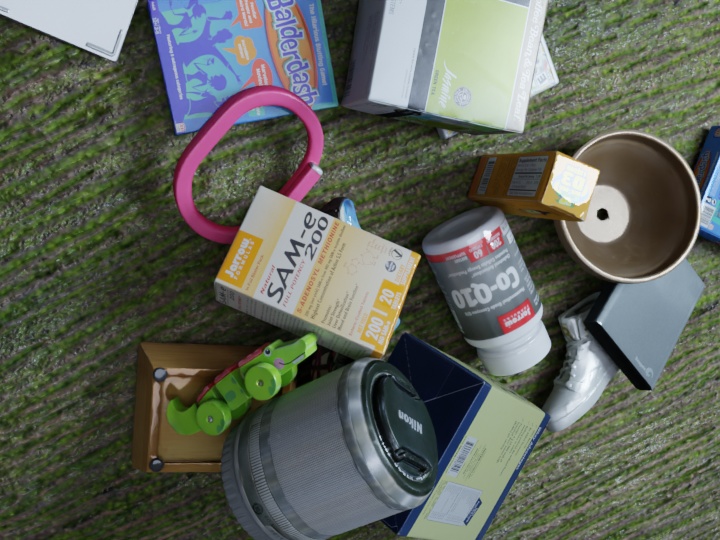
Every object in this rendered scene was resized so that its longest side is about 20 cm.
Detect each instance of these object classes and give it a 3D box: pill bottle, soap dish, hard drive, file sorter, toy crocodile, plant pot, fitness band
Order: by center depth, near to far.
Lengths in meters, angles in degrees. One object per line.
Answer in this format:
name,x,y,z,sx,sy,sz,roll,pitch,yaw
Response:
file sorter,-0.290,-0.337,0.791,0.138,0.124,0.201,20,93,-19
toy crocodile,-0.130,0.124,0.834,0.200,0.067,0.062,-36,87,22
fitness band,-0.130,-0.122,0.890,0.200,0.037,0.143,-48,123,7
soap dish,-0.175,0.173,0.927,0.198,0.081,0.159,4,98,-16
pill bottle,0.169,0.028,0.987,0.113,0.114,0.201,-30,105,-10
plant pot,0.345,-0.081,1.021,0.199,0.093,0.203,1,85,-8
hard drive,0.403,0.048,1.064,0.140,0.033,0.200,47,63,-17

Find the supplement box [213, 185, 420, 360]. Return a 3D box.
supplement box,-0.049,0.008,0.849,0.199,0.074,0.127,23,70,-2

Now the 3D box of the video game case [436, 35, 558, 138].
video game case,0.147,-0.300,0.978,0.181,0.023,0.201,-27,105,-10

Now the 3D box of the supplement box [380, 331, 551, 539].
supplement box,0.102,0.216,0.945,0.199,0.134,0.201,31,89,-49

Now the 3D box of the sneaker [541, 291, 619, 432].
sneaker,0.300,0.121,1.067,0.200,0.074,0.116,-46,106,-15

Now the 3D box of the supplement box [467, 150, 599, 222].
supplement box,0.208,-0.105,0.932,0.066,0.200,0.069,19,94,-18

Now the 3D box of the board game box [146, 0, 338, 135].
board game box,-0.136,-0.252,0.891,0.199,0.045,0.153,-14,102,-14

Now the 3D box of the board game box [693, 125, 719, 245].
board game box,0.576,-0.103,1.113,0.199,0.045,0.153,22,92,-18

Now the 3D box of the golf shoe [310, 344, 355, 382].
golf shoe,-0.030,0.133,0.956,0.077,0.088,0.201,-3,134,-29

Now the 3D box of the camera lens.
camera lens,-0.029,0.197,0.811,0.199,0.160,0.160,-27,108,23

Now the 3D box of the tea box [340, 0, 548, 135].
tea box,0.098,-0.275,0.886,0.195,0.134,0.202,9,96,-16

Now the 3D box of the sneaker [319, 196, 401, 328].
sneaker,0.000,0.000,0.968,0.090,0.078,0.201,-24,109,-31
